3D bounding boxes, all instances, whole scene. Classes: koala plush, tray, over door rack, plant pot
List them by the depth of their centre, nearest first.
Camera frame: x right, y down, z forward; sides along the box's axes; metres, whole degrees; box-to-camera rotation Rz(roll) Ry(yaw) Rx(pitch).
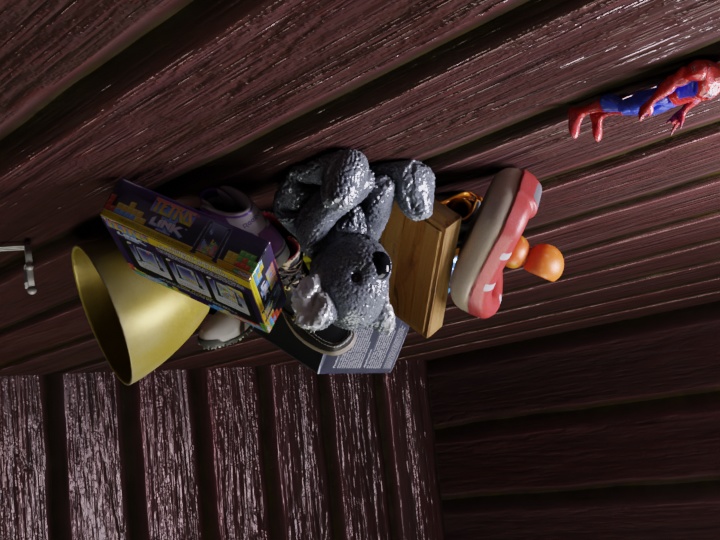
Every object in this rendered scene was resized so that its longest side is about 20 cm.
[{"bbox_3d":[-0.016,-0.021,1.435,0.183,0.203,0.176,-14,169,42],"label":"koala plush"},{"bbox_3d":[0.070,-0.013,1.565,0.037,0.098,0.201,-36,149,-33],"label":"tray"},{"bbox_3d":[-0.290,0.036,1.648,0.141,0.202,0.200,-22,178,-24],"label":"plant pot"},{"bbox_3d":[-0.538,0.011,1.718,0.146,0.067,0.200,-3,170,-16],"label":"over door rack"}]

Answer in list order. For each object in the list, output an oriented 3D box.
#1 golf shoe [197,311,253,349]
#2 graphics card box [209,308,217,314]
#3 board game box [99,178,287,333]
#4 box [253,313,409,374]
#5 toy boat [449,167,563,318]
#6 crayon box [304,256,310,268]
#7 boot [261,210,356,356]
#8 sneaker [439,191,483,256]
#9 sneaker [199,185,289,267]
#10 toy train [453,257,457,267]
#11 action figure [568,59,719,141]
[{"bbox_3d":[-0.182,0.041,1.870,0.200,0.089,0.077,-39,-147,-21],"label":"golf shoe"},{"bbox_3d":[-0.298,0.020,1.840,0.124,0.051,0.200,22,-179,22],"label":"graphics card box"},{"bbox_3d":[-0.192,-0.015,1.421,0.198,0.057,0.166,23,159,12],"label":"board game box"},{"bbox_3d":[-0.040,0.080,1.845,0.147,0.105,0.199,30,-166,34],"label":"box"},{"bbox_3d":[0.197,-0.022,1.541,0.130,0.131,0.201,24,127,1],"label":"toy boat"},{"bbox_3d":[-0.057,-0.029,1.838,0.126,0.051,0.199,-13,169,41],"label":"crayon box"},{"bbox_3d":[-0.086,0.016,1.646,0.073,0.200,0.151,-34,152,-12],"label":"boot"},{"bbox_3d":[0.154,-0.071,1.650,0.078,0.078,0.199,33,-145,33],"label":"sneaker"},{"bbox_3d":[-0.176,-0.061,1.509,0.199,0.115,0.073,2,-136,50],"label":"sneaker"},{"bbox_3d":[0.118,-0.008,1.751,0.198,0.088,0.114,-4,165,-24],"label":"toy train"},{"bbox_3d":[0.303,-0.171,1.213,0.065,0.052,0.199,6,163,-39],"label":"action figure"}]
